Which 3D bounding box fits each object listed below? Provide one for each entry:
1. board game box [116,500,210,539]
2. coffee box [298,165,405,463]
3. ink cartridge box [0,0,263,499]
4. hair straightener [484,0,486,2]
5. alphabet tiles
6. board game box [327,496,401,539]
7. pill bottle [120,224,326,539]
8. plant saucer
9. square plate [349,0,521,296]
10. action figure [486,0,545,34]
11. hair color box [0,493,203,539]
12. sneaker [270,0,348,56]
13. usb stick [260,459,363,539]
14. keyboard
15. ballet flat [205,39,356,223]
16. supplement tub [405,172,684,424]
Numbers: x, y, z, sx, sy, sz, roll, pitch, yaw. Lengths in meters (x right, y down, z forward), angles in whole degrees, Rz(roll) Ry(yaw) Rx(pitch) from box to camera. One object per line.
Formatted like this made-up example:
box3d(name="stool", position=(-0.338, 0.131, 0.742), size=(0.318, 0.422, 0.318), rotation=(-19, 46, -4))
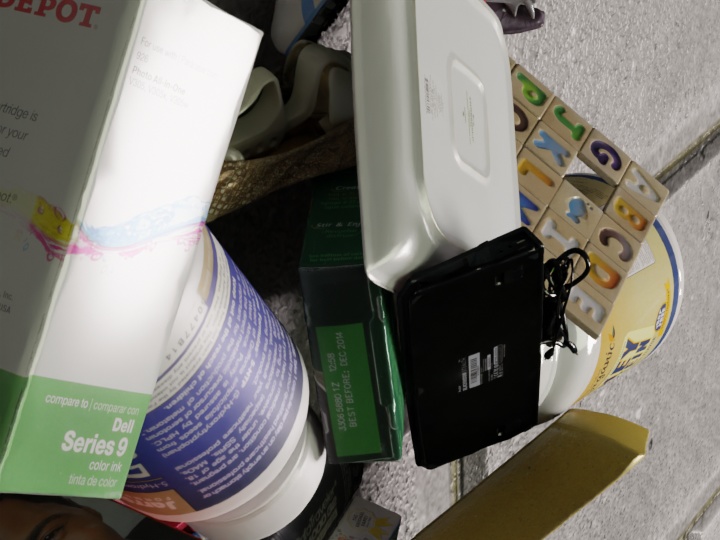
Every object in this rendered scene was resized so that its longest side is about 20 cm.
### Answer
box3d(name="board game box", position=(-0.100, 0.171, 0.915), size=(0.158, 0.039, 0.202), rotation=(37, 72, -57))
box3d(name="coffee box", position=(0.000, 0.000, 0.903), size=(0.201, 0.043, 0.124), rotation=(-84, 169, -59))
box3d(name="ink cartridge box", position=(-0.142, -0.027, 0.659), size=(0.087, 0.144, 0.202), rotation=(15, 91, -58))
box3d(name="hair straightener", position=(0.046, -0.169, 0.948), size=(0.200, 0.041, 0.077), rotation=(85, 30, -63))
box3d(name="alphabet tiles", position=(0.102, -0.049, 1.018), size=(0.008, 0.167, 0.200), rotation=(-47, -175, 42))
box3d(name="board game box", position=(-0.038, 0.251, 0.996), size=(0.200, 0.034, 0.135), rotation=(-52, 159, -49))
box3d(name="pill bottle", position=(-0.093, 0.051, 0.797), size=(0.120, 0.119, 0.200), rotation=(-61, 145, -20))
box3d(name="plant saucer", position=(0.090, 0.153, 1.037), size=(0.199, 0.049, 0.200), rotation=(-40, 172, 8))
box3d(name="square plate", position=(0.046, -0.076, 0.869), size=(0.198, 0.028, 0.202), rotation=(26, 59, -64))
box3d(name="action figure", position=(0.088, -0.241, 0.996), size=(0.201, 0.069, 0.131), rotation=(72, 28, -52))
box3d(name="hair color box", position=(-0.112, 0.166, 0.742), size=(0.102, 0.198, 0.062), rotation=(-50, 141, -34))
box3d(name="sneaker", position=(-0.013, -0.212, 0.874), size=(0.072, 0.072, 0.202), rotation=(-63, 174, -75))
box3d(name="usb stick", position=(-0.041, 0.152, 0.963), size=(0.200, 0.032, 0.056), rotation=(-51, 138, -61))
box3d(name="keyboard", position=(0.067, 0.035, 0.879), size=(0.103, 0.040, 0.201), rotation=(-19, 149, -8))
box3d(name="ballet flat", position=(-0.039, -0.080, 0.848), size=(0.199, 0.070, 0.066), rotation=(-32, 150, -39))
box3d(name="supplement tub", position=(0.114, 0.021, 1.091), size=(0.199, 0.143, 0.146), rotation=(-22, 122, -52))
